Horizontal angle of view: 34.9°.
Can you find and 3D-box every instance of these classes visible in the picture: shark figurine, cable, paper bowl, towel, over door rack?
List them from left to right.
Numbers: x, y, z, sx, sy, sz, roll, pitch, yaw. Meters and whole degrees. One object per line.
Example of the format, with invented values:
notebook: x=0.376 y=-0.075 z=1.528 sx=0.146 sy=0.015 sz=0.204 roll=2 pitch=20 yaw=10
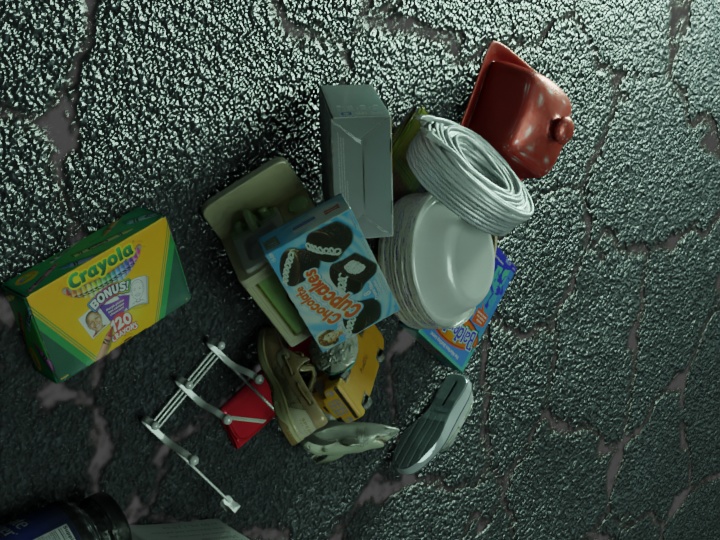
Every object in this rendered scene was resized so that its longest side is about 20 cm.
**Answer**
over door rack: x=-0.173 y=0.207 z=1.504 sx=0.148 sy=0.066 sz=0.200 roll=-50 pitch=122 yaw=-21
shark figurine: x=-0.053 y=0.224 z=1.650 sx=0.214 sy=0.128 sz=0.090 roll=17 pitch=55 yaw=-57
towel: x=0.091 y=-0.139 z=1.721 sx=0.144 sy=0.023 sz=0.200 roll=-59 pitch=137 yaw=-16
paper bowl: x=0.121 y=-0.015 z=1.665 sx=0.200 sy=0.104 sz=0.202 roll=4 pitch=86 yaw=-54
cable: x=0.157 y=-0.132 z=1.636 sx=0.069 sy=0.200 sz=0.200 roll=-46 pitch=163 yaw=23

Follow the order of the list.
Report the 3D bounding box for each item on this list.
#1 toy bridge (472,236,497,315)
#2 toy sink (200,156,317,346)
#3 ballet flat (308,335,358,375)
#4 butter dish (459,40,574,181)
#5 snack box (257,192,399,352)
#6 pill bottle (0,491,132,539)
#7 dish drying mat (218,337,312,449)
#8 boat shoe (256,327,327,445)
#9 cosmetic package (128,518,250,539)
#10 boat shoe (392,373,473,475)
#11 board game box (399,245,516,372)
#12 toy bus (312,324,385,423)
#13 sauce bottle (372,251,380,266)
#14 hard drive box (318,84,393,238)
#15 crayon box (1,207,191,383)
toy bridge: x=0.183 y=-0.023 z=1.787 sx=0.067 sy=0.027 sz=0.201 roll=0 pitch=102 yaw=-46
toy sink: x=-0.093 y=-0.021 z=1.462 sx=0.130 sy=0.112 sz=0.200 roll=-31 pitch=131 yaw=1
ballet flat: x=-0.046 y=0.073 z=1.553 sx=0.071 sy=0.200 sz=0.072 roll=-2 pitch=111 yaw=-4
butter dish: x=0.264 y=-0.226 z=1.778 sx=0.199 sy=0.147 sz=0.201 roll=25 pitch=84 yaw=-47
snack box: x=-0.036 y=0.007 z=1.410 sx=0.116 sy=0.037 sz=0.200 roll=-29 pitch=136 yaw=-1
pill bottle: x=-0.370 y=0.336 z=1.327 sx=0.199 sy=0.111 sz=0.113 roll=-22 pitch=118 yaw=-41
dish drying mat: x=-0.115 y=0.160 z=1.605 sx=0.200 sy=0.018 sz=0.077 roll=-41 pitch=125 yaw=-29
boat shoe: x=-0.087 y=0.143 z=1.506 sx=0.064 sy=0.201 sz=0.071 roll=-26 pitch=133 yaw=4
cosmetic package: x=-0.204 y=0.436 z=1.471 sx=0.164 sy=0.199 sz=0.166 roll=7 pitch=98 yaw=-48
boat shoe: x=0.130 y=0.262 z=1.858 sx=0.200 sy=0.073 sz=0.067 roll=-49 pitch=131 yaw=-24
board game box: x=0.160 y=0.041 z=1.837 sx=0.152 sy=0.045 sz=0.201 roll=42 pitch=73 yaw=-45
toy bus: x=-0.020 y=0.131 z=1.577 sx=0.065 sy=0.078 sz=0.200 roll=56 pitch=26 yaw=-21
sauce bottle: x=0.000 y=0.000 z=1.639 sx=0.200 sy=0.066 sz=0.066 roll=29 pitch=82 yaw=-49
hard drive box: x=-0.008 y=-0.146 z=1.481 sx=0.076 sy=0.200 sz=0.157 roll=-4 pitch=111 yaw=-6
crayon box: x=-0.302 y=0.025 z=1.332 sx=0.200 sy=0.058 sz=0.119 roll=-35 pitch=127 yaw=-34
